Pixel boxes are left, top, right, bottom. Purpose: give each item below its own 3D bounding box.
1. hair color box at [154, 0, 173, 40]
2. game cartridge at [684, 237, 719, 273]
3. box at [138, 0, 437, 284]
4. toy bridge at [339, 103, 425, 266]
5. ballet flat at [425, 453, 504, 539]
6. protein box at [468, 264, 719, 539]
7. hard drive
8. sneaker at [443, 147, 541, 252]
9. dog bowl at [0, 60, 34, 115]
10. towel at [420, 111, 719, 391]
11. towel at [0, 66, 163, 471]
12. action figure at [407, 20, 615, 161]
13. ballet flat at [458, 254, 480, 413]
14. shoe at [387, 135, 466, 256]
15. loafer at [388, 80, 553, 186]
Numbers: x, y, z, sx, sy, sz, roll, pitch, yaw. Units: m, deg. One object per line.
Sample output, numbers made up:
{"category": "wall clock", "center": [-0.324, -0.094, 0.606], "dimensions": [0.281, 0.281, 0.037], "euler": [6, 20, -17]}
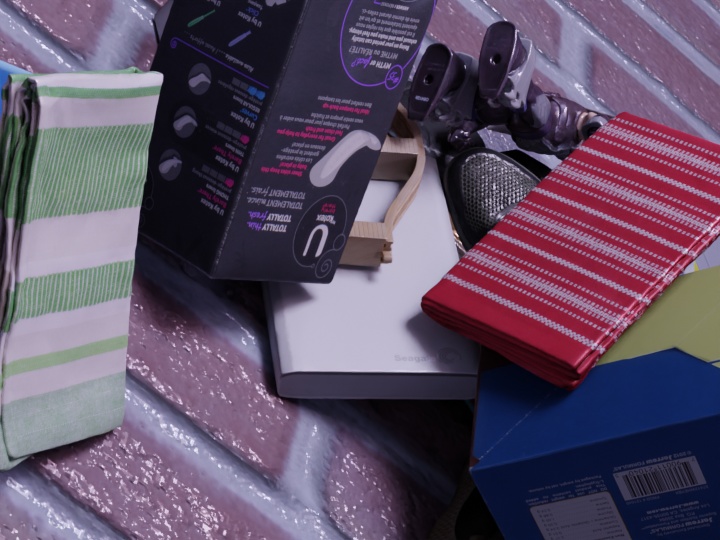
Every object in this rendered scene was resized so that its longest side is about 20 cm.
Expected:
{"category": "hair color box", "center": [-0.050, -0.190, 1.586], "dimensions": [0.061, 0.200, 0.102], "euler": [24, 37, -37]}
{"category": "game cartridge", "center": [0.203, 0.026, 1.677], "dimensions": [0.199, 0.040, 0.134], "euler": [-18, 80, -41]}
{"category": "box", "center": [-0.055, -0.104, 1.455], "dimensions": [0.106, 0.201, 0.122], "euler": [30, 15, 35]}
{"category": "toy bridge", "center": [0.008, -0.075, 1.583], "dimensions": [0.067, 0.027, 0.201], "euler": [4, 44, -11]}
{"category": "ballet flat", "center": [0.083, 0.162, 1.498], "dimensions": [0.067, 0.046, 0.200], "euler": [42, 29, -10]}
{"category": "protein box", "center": [0.196, 0.126, 1.467], "dimensions": [0.135, 0.197, 0.201], "euler": [-80, 149, -50]}
{"category": "hard drive", "center": [0.000, 0.000, 1.544], "dimensions": [0.131, 0.026, 0.201], "euler": [1, 45, -13]}
{"category": "sneaker", "center": [0.125, -0.013, 1.553], "dimensions": [0.076, 0.114, 0.200], "euler": [-25, 70, -14]}
{"category": "dog bowl", "center": [-0.234, -0.085, 1.286], "dimensions": [0.199, 0.050, 0.112], "euler": [23, 28, 2]}
{"category": "towel", "center": [0.147, -0.016, 1.479], "dimensions": [0.144, 0.200, 0.023], "euler": [25, -30, 45]}
{"category": "towel", "center": [-0.151, -0.005, 1.250], "dimensions": [0.023, 0.201, 0.152], "euler": [9, 9, 20]}
{"category": "action figure", "center": [0.108, -0.107, 1.642], "dimensions": [0.200, 0.129, 0.070], "euler": [27, 67, -58]}
{"category": "ballet flat", "center": [0.081, 0.050, 1.610], "dimensions": [0.200, 0.068, 0.068], "euler": [49, 27, 0]}
{"category": "shoe", "center": [0.055, -0.013, 1.679], "dimensions": [0.200, 0.053, 0.070], "euler": [49, -4, -6]}
{"category": "loafer", "center": [0.059, -0.072, 1.732], "dimensions": [0.200, 0.073, 0.073], "euler": [38, 44, 19]}
